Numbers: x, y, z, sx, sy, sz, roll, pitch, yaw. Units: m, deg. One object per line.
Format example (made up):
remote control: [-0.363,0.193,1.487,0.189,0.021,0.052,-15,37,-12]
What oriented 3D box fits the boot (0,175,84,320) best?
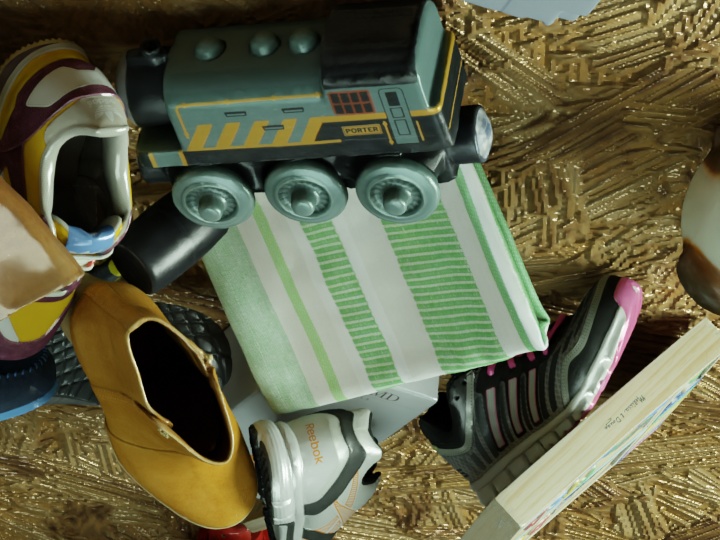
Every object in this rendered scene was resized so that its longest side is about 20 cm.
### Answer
boot: [-0.202,-0.071,1.380,0.188,0.069,0.200,-32,106,5]

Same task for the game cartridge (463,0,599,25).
game cartridge: [0.041,-0.183,1.304,0.199,0.041,0.133,15,153,-17]

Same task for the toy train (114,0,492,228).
toy train: [-0.032,-0.085,1.452,0.199,0.086,0.114,-2,137,18]

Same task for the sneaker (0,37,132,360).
sneaker: [-0.169,-0.019,1.471,0.075,0.090,0.201,-11,131,-29]

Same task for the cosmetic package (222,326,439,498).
cosmetic package: [-0.039,0.076,1.743,0.101,0.072,0.200,18,148,-22]

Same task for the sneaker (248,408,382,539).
sneaker: [-0.024,0.138,1.703,0.080,0.074,0.200,-15,163,-7]

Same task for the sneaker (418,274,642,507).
sneaker: [0.099,0.063,1.692,0.087,0.074,0.200,36,132,0]

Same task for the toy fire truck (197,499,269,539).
toy fire truck: [-0.078,0.232,1.943,0.128,0.177,0.201,4,137,3]

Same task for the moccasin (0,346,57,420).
moccasin: [-0.276,0.054,1.579,0.199,0.081,0.069,-4,108,1]

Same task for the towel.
towel: [0.000,0.000,1.570,0.199,0.023,0.153,-15,109,33]

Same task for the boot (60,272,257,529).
boot: [-0.100,0.091,1.556,0.202,0.071,0.144,57,168,-26]

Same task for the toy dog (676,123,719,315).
toy dog: [0.269,-0.017,1.494,0.199,0.140,0.194,19,-175,-26]

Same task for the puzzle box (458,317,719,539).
puzzle box: [0.135,0.118,1.696,0.025,0.200,0.133,47,151,9]

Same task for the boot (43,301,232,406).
boot: [-0.187,0.047,1.706,0.199,0.070,0.132,0,-174,-15]

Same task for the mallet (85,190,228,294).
mallet: [-0.132,-0.011,1.623,0.041,0.066,0.200,52,162,-7]
